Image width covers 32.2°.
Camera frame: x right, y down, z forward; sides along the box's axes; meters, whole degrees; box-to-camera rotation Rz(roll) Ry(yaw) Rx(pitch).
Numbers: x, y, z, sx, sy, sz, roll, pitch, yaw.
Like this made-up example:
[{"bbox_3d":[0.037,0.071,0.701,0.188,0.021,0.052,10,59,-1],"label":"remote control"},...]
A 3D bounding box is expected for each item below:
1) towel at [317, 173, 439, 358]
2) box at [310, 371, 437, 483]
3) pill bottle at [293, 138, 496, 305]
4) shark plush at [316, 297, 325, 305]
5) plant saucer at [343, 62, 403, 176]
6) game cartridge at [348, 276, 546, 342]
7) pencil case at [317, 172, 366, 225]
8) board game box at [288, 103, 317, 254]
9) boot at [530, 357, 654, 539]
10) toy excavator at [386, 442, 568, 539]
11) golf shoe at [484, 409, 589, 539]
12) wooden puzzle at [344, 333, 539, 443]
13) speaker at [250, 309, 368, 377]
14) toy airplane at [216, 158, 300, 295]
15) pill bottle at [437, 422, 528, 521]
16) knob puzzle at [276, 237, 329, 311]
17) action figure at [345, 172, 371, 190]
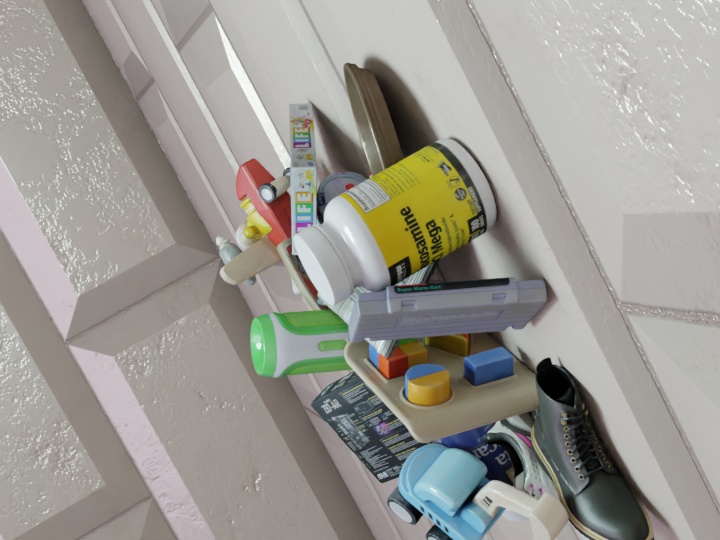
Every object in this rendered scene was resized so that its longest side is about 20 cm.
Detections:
[{"bbox_3d":[0.025,-0.020,1.530,0.034,0.193,0.200,17,-165,-33],"label":"towel"},{"bbox_3d":[0.039,0.207,1.733,0.160,0.044,0.200,48,143,-5],"label":"box"},{"bbox_3d":[0.035,-0.048,1.325,0.113,0.200,0.112,56,168,19],"label":"pill bottle"},{"bbox_3d":[0.000,0.000,1.618,0.200,0.091,0.083,150,123,-76],"label":"shark plush"},{"bbox_3d":[0.022,-0.148,1.454,0.200,0.029,0.200,163,90,-87],"label":"plant saucer"},{"bbox_3d":[0.090,0.042,1.342,0.130,0.200,0.038,103,162,-69],"label":"game cartridge"},{"bbox_3d":[-0.024,-0.069,1.790,0.200,0.083,0.091,105,158,-74],"label":"pencil case"},{"bbox_3d":[-0.081,-0.130,1.735,0.200,0.034,0.135,-97,7,-58],"label":"board game box"},{"bbox_3d":[0.245,0.204,1.367,0.200,0.077,0.138,48,158,41],"label":"boot"},{"bbox_3d":[0.136,0.268,1.463,0.194,0.100,0.200,38,155,14],"label":"toy excavator"},{"bbox_3d":[0.228,0.257,1.500,0.200,0.092,0.073,55,160,15],"label":"golf shoe"},{"bbox_3d":[0.101,0.114,1.501,0.200,0.185,0.046,-133,36,-51],"label":"wooden puzzle"},{"bbox_3d":[-0.036,0.089,1.595,0.088,0.200,0.089,176,90,-71],"label":"speaker"},{"bbox_3d":[-0.130,-0.051,1.917,0.141,0.199,0.200,-10,156,41],"label":"toy airplane"},{"bbox_3d":[0.169,0.223,1.597,0.200,0.111,0.111,56,171,-23],"label":"pill bottle"},{"bbox_3d":[-0.044,0.022,1.750,0.220,0.030,0.220,50,-165,-18],"label":"knob puzzle"},{"bbox_3d":[0.047,-0.024,1.656,0.099,0.065,0.200,41,155,54],"label":"action figure"}]
